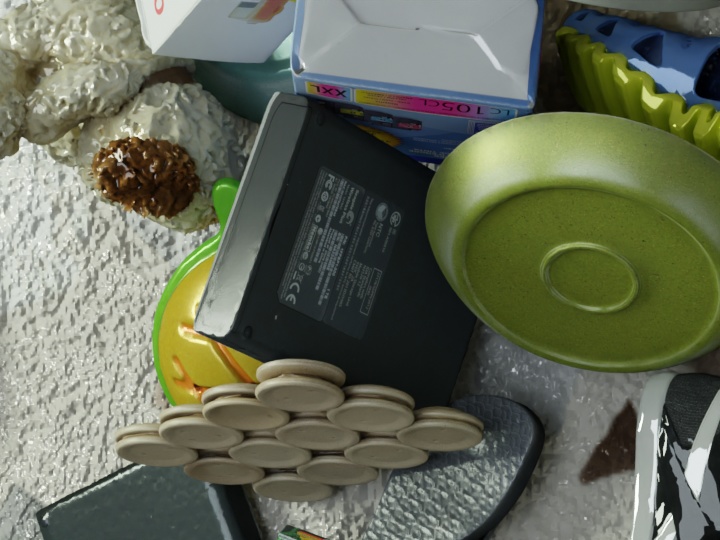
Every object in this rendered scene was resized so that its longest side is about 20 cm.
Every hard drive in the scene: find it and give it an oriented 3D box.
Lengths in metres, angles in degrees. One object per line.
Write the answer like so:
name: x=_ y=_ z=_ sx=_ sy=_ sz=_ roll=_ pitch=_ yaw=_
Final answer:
hard drive: x=-0.113 y=0.217 z=1.745 sx=0.139 sy=0.033 sz=0.201 roll=-27 pitch=77 yaw=26
hard drive: x=0.000 y=0.000 z=1.582 sx=0.033 sy=0.200 sz=0.140 roll=12 pitch=80 yaw=41

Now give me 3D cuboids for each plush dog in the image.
plush dog: x=-0.135 y=-0.096 z=1.690 sx=0.160 sy=0.200 sz=0.172 roll=-44 pitch=78 yaw=13

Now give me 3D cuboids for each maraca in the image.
maraca: x=-0.051 y=0.025 z=1.666 sx=0.136 sy=0.107 sz=0.201 roll=15 pitch=121 yaw=-6

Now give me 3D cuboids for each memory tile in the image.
memory tile: x=-0.038 y=0.095 z=1.618 sx=0.200 sy=0.153 sz=0.017 roll=-23 pitch=57 yaw=50

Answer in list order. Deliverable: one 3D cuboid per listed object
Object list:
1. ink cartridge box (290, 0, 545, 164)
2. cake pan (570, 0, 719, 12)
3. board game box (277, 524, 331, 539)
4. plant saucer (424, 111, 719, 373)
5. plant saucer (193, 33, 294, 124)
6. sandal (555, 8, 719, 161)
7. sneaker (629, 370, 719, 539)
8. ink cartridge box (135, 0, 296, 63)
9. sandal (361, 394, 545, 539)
ink cartridge box: x=0.033 y=-0.111 z=1.589 sx=0.136 sy=0.200 sz=0.077 roll=8 pitch=81 yaw=2
cake pan: x=0.133 y=-0.190 z=1.538 sx=0.200 sy=0.200 sz=0.037 roll=23 pitch=119 yaw=27
board game box: x=0.034 y=0.230 z=1.640 sx=0.199 sy=0.023 sz=0.105 roll=19 pitch=110 yaw=11
plant saucer: x=0.129 y=-0.005 z=1.545 sx=0.199 sy=0.200 sz=0.031 roll=-9 pitch=42 yaw=29
plant saucer: x=-0.048 y=-0.188 z=1.722 sx=0.199 sy=0.036 sz=0.201 roll=-1 pitch=88 yaw=29
sandal: x=0.196 y=-0.100 z=1.573 sx=0.200 sy=0.080 sz=0.087 roll=31 pitch=67 yaw=33
sneaker: x=0.208 y=0.158 z=1.553 sx=0.111 sy=0.073 sz=0.201 roll=1 pitch=90 yaw=29
ink cartridge box: x=-0.056 y=-0.230 z=1.602 sx=0.200 sy=0.083 sz=0.146 roll=-41 pitch=53 yaw=49
sandal: x=0.043 y=0.152 z=1.668 sx=0.076 sy=0.043 sz=0.200 roll=49 pitch=115 yaw=31
